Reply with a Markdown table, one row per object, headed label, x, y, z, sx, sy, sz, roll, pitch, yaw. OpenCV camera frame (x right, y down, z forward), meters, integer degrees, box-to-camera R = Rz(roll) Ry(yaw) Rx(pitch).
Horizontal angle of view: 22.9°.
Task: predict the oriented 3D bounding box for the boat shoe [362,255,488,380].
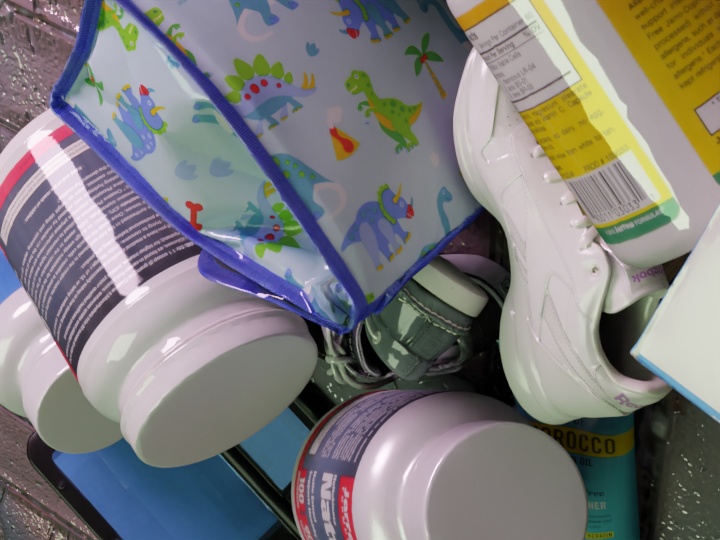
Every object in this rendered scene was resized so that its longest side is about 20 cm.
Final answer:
| label | x | y | z | sx | sy | sz | roll | pitch | yaw |
| --- | --- | --- | --- | --- | --- | --- | --- | --- | --- |
| boat shoe | 0.000 | 0.000 | 0.974 | 0.073 | 0.062 | 0.200 | 27 | -174 | -30 |

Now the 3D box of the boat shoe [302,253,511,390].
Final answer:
| label | x | y | z | sx | sy | sz | roll | pitch | yaw |
| --- | --- | --- | --- | --- | --- | --- | --- | --- | --- |
| boat shoe | 0.008 | 0.036 | 1.053 | 0.198 | 0.068 | 0.074 | 1 | 122 | 47 |

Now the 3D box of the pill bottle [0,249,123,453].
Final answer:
| label | x | y | z | sx | sy | sz | roll | pitch | yaw |
| --- | --- | --- | --- | --- | --- | --- | --- | --- | --- |
| pill bottle | -0.214 | 0.029 | 1.200 | 0.200 | 0.112 | 0.113 | 49 | 152 | 42 |

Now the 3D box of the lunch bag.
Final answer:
| label | x | y | z | sx | sy | sz | roll | pitch | yaw |
| --- | --- | --- | --- | --- | --- | --- | --- | --- | --- |
| lunch bag | -0.026 | -0.082 | 0.897 | 0.200 | 0.170 | 0.128 | 42 | 143 | 8 |

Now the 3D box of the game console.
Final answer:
| label | x | y | z | sx | sy | sz | roll | pitch | yaw |
| --- | --- | --- | --- | --- | --- | --- | --- | --- | --- |
| game console | -0.113 | 0.130 | 1.230 | 0.200 | 0.116 | 0.176 | 46 | 145 | 5 |

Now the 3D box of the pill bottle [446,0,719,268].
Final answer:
| label | x | y | z | sx | sy | sz | roll | pitch | yaw |
| --- | --- | --- | --- | --- | --- | --- | --- | --- | --- |
| pill bottle | 0.107 | -0.112 | 0.775 | 0.201 | 0.113 | 0.113 | 55 | 144 | -7 |

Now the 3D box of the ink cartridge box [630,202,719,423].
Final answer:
| label | x | y | z | sx | sy | sz | roll | pitch | yaw |
| --- | --- | --- | --- | --- | --- | --- | --- | --- | --- |
| ink cartridge box | 0.222 | -0.008 | 0.688 | 0.128 | 0.200 | 0.126 | 37 | 125 | 18 |

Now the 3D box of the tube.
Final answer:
| label | x | y | z | sx | sy | sz | roll | pitch | yaw |
| --- | --- | --- | --- | --- | --- | --- | --- | --- | --- |
| tube | 0.127 | 0.117 | 1.001 | 0.077 | 0.051 | 0.201 | 4 | 131 | 21 |

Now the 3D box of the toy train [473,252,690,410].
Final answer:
| label | x | y | z | sx | sy | sz | roll | pitch | yaw |
| --- | --- | --- | --- | --- | --- | --- | --- | --- | --- |
| toy train | 0.121 | 0.034 | 0.959 | 0.046 | 0.034 | 0.200 | 44 | 145 | 2 |

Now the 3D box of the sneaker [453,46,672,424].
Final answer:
| label | x | y | z | sx | sy | sz | roll | pitch | yaw |
| --- | --- | --- | --- | --- | --- | --- | --- | --- | --- |
| sneaker | 0.107 | -0.025 | 0.862 | 0.099 | 0.075 | 0.202 | -5 | 101 | 52 |

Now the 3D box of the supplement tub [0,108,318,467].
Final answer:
| label | x | y | z | sx | sy | sz | roll | pitch | yaw |
| --- | --- | --- | --- | --- | --- | --- | --- | --- | --- |
| supplement tub | -0.127 | 0.002 | 1.071 | 0.201 | 0.140 | 0.141 | 55 | 149 | 25 |

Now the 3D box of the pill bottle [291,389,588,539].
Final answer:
| label | x | y | z | sx | sy | sz | roll | pitch | yaw |
| --- | --- | --- | --- | --- | --- | --- | --- | --- | --- |
| pill bottle | 0.042 | 0.125 | 0.970 | 0.120 | 0.119 | 0.200 | 55 | 164 | -7 |
